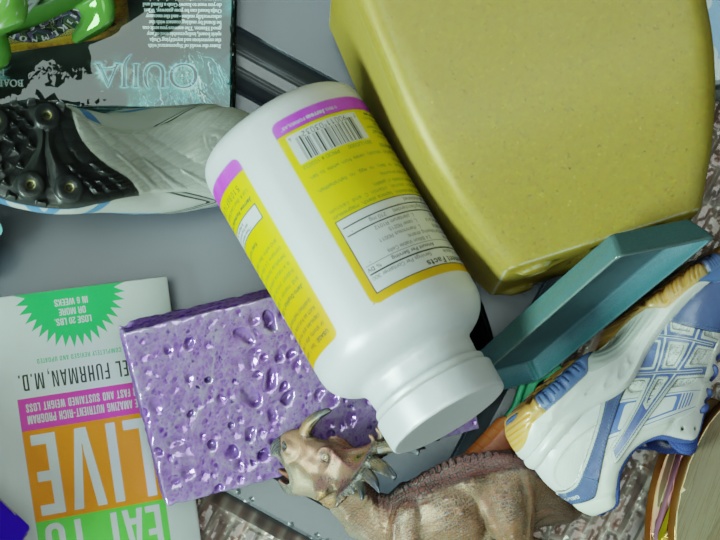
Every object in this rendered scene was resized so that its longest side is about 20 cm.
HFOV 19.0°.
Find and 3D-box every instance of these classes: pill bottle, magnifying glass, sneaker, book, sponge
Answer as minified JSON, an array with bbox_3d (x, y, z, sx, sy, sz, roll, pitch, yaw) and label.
[{"bbox_3d":[0.000,0.000,1.218,0.104,0.104,0.201,-30,74,0],"label":"pill bottle"},{"bbox_3d":[0.111,0.082,1.330,0.080,0.022,0.200,44,88,1],"label":"magnifying glass"},{"bbox_3d":[-0.151,-0.063,1.277,0.199,0.072,0.072,-2,75,-27],"label":"sneaker"},{"bbox_3d":[0.180,0.063,1.275,0.200,0.075,0.088,-40,88,-12],"label":"sneaker"},{"bbox_3d":[-0.168,0.111,1.300,0.133,0.048,0.202,-8,89,-29],"label":"book"},{"bbox_3d":[-0.036,0.064,1.291,0.198,0.030,0.112,-14,103,-8],"label":"sponge"}]

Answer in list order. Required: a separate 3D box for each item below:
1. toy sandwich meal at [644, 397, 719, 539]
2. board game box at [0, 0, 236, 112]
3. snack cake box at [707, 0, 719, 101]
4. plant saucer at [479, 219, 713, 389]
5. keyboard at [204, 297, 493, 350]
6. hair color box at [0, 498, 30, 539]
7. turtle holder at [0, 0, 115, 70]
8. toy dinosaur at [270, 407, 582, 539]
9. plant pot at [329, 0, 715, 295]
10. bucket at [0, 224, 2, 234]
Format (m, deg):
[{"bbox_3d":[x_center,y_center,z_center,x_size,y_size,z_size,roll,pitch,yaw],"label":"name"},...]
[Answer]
[{"bbox_3d":[0.277,0.144,1.299,0.203,0.070,0.207,0,88,1],"label":"toy sandwich meal"},{"bbox_3d":[-0.176,-0.165,1.334,0.198,0.028,0.136,1,89,0],"label":"board game box"},{"bbox_3d":[0.207,-0.206,1.287,0.067,0.115,0.202,-9,88,-1],"label":"snack cake box"},{"bbox_3d":[0.120,0.024,1.225,0.070,0.200,0.019,-11,69,-31],"label":"plant saucer"},{"bbox_3d":[-0.021,0.045,1.328,0.199,0.040,0.105,-19,107,-6],"label":"keyboard"},{"bbox_3d":[-0.299,0.168,1.248,0.199,0.065,0.109,-32,110,32],"label":"hair color box"},{"bbox_3d":[-0.185,-0.208,1.252,0.185,0.141,0.132,-26,87,0],"label":"turtle holder"},{"bbox_3d":[0.057,0.137,1.272,0.198,0.086,0.137,-11,103,-15],"label":"toy dinosaur"},{"bbox_3d":[0.102,-0.099,1.230,0.194,0.194,0.201,-16,82,-4],"label":"plant pot"},{"bbox_3d":[-0.323,-0.001,1.249,0.135,0.207,0.208,39,89,11],"label":"bucket"}]
